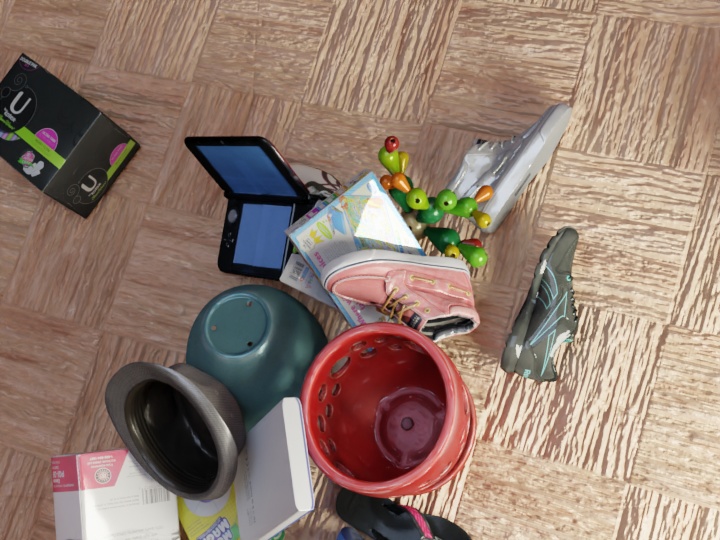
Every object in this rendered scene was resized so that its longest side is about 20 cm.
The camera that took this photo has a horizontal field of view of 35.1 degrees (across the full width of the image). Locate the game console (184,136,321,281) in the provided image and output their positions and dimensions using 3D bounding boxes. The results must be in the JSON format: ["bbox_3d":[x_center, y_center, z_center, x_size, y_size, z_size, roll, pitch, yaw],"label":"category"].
[{"bbox_3d":[-0.159,-0.083,1.542,0.198,0.117,0.176,7,86,48],"label":"game console"}]

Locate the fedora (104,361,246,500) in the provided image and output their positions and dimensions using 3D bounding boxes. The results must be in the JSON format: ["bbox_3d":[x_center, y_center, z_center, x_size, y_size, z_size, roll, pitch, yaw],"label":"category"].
[{"bbox_3d":[-0.216,0.186,1.425,0.200,0.090,0.177,47,128,4],"label":"fedora"}]

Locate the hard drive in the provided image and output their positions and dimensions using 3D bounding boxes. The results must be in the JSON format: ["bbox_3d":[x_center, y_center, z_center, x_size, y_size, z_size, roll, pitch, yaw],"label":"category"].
[{"bbox_3d":[-0.111,0.252,1.391,0.025,0.200,0.134,2,65,-25],"label":"hard drive"}]

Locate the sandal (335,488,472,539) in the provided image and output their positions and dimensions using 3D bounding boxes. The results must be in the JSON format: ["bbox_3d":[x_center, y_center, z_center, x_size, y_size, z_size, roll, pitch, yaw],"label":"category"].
[{"bbox_3d":[0.050,0.325,1.423,0.197,0.045,0.076,22,81,25],"label":"sandal"}]

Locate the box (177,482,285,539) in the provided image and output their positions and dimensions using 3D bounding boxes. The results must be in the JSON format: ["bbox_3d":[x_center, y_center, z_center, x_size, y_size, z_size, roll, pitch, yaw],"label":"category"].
[{"bbox_3d":[-0.191,0.302,1.518,0.117,0.048,0.201,-37,66,5],"label":"box"}]

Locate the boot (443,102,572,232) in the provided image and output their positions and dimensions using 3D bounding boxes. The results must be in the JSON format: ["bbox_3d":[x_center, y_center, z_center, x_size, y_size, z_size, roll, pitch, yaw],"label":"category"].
[{"bbox_3d":[0.191,-0.156,1.511,0.095,0.074,0.201,36,88,19],"label":"boot"}]

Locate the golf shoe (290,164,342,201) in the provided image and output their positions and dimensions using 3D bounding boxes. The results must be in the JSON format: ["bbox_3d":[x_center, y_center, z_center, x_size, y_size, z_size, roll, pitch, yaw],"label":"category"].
[{"bbox_3d":[-0.051,-0.096,1.575,0.199,0.088,0.078,37,89,27],"label":"golf shoe"}]

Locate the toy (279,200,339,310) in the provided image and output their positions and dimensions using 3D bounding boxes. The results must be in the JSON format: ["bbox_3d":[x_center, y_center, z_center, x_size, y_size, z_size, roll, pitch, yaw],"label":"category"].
[{"bbox_3d":[0.000,0.000,1.500,0.117,0.198,0.047,-63,21,3],"label":"toy"}]

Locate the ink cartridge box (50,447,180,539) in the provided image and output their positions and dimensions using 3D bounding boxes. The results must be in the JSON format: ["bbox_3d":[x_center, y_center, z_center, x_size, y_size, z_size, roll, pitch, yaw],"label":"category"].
[{"bbox_3d":[-0.314,0.333,1.467,0.082,0.145,0.204,-13,80,46],"label":"ink cartridge box"}]

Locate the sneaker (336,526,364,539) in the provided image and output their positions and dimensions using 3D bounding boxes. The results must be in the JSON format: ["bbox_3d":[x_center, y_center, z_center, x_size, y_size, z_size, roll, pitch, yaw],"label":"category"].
[{"bbox_3d":[0.002,0.416,1.397,0.081,0.074,0.203,-27,65,12],"label":"sneaker"}]

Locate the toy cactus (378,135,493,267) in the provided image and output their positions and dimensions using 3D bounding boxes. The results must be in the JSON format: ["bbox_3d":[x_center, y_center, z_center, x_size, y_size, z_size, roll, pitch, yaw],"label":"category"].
[{"bbox_3d":[0.085,-0.081,1.487,0.199,0.165,0.103,39,64,-6],"label":"toy cactus"}]

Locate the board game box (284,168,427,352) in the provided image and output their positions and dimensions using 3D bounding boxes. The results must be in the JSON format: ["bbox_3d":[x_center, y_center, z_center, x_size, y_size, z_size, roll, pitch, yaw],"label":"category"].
[{"bbox_3d":[0.012,-0.009,1.458,0.134,0.034,0.201,-36,109,-6],"label":"board game box"}]

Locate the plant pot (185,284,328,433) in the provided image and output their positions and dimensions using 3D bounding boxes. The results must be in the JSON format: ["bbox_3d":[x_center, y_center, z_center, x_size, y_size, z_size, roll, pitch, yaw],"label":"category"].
[{"bbox_3d":[-0.146,0.099,1.495,0.196,0.135,0.203,-4,63,7],"label":"plant pot"}]

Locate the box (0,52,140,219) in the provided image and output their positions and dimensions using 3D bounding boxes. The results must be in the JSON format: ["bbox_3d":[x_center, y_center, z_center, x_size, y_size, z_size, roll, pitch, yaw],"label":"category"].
[{"bbox_3d":[-0.468,-0.205,1.740,0.199,0.124,0.149,35,87,27],"label":"box"}]

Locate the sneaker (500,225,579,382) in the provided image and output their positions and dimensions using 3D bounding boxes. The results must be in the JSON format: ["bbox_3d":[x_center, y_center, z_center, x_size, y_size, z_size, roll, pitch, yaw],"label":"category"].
[{"bbox_3d":[0.244,0.044,1.439,0.078,0.075,0.203,21,89,13],"label":"sneaker"}]

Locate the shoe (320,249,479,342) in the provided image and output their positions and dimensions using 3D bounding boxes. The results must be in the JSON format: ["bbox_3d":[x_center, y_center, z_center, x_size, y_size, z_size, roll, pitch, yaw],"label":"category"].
[{"bbox_3d":[0.052,0.033,1.401,0.196,0.072,0.092,2,51,-19],"label":"shoe"}]

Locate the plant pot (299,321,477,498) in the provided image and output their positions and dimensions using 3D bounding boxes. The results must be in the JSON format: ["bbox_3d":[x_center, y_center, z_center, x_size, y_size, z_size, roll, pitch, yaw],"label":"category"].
[{"bbox_3d":[0.044,0.183,1.395,0.197,0.182,0.204,-6,70,17],"label":"plant pot"}]
